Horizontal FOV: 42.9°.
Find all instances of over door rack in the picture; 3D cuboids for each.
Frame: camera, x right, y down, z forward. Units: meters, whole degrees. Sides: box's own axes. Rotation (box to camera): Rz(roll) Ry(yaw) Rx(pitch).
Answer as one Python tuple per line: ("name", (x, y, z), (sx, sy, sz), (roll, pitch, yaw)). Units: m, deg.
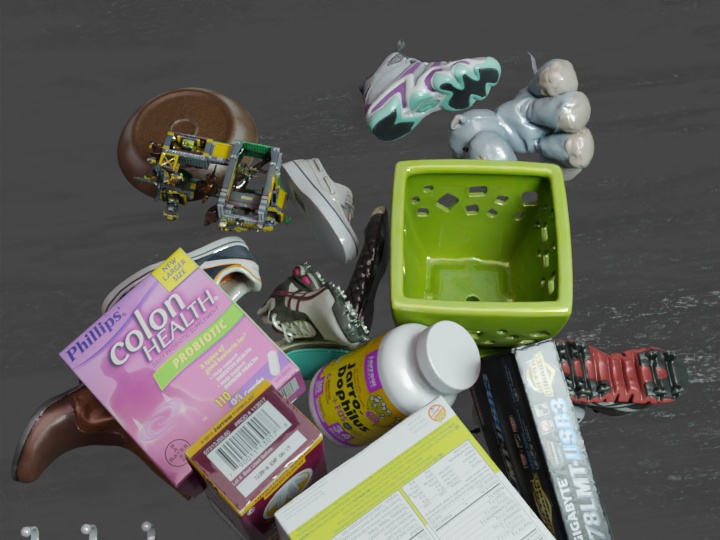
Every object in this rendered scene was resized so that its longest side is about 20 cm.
("over door rack", (-0.295, 0.361, 0.952), (0.147, 0.067, 0.201), (-2, 60, 2))

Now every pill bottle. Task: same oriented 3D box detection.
("pill bottle", (0.036, 0.121, 0.997), (0.104, 0.200, 0.105), (19, 57, -31))

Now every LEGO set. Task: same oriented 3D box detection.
("LEGO set", (-0.183, -0.086, 1.157), (0.199, 0.154, 0.116), (14, 61, -7))

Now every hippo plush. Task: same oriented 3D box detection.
("hippo plush", (0.197, -0.195, 1.206), (0.160, 0.160, 0.201), (-18, 61, -9))

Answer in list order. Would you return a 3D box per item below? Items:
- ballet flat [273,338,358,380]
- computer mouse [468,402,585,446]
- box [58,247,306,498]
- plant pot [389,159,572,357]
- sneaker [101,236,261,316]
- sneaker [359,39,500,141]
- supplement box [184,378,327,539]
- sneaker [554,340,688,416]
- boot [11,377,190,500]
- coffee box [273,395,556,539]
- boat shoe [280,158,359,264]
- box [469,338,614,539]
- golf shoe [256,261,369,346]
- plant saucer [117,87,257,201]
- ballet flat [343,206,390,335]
("ballet flat", (-0.098, 0.099, 1.101), (0.199, 0.068, 0.063), (-9, 48, -4))
("computer mouse", (0.169, 0.167, 1.064), (0.199, 0.044, 0.110), (-19, 60, -9))
("box", (-0.191, 0.112, 1.012), (0.176, 0.097, 0.200), (-43, 74, -13))
("plant pot", (0.133, 0.003, 1.081), (0.198, 0.182, 0.201), (2, 60, 2))
("sneaker", (-0.217, 0.030, 1.135), (0.199, 0.079, 0.080), (-27, 57, -15))
("sneaker", (0.087, -0.280, 1.289), (0.199, 0.078, 0.140), (-22, 55, 8))
("supplement box", (-0.100, 0.213, 0.955), (0.110, 0.200, 0.086), (-41, 67, -20))
("sneaker", (0.266, 0.126, 1.046), (0.199, 0.098, 0.071), (5, 65, -14))
("boot", (-0.273, 0.206, 1.058), (0.199, 0.069, 0.188), (31, 58, 10))
("coffee box", (0.054, 0.288, 0.907), (0.200, 0.200, 0.198), (-32, 65, -17))
("boat shoe", (-0.040, -0.084, 1.190), (0.065, 0.072, 0.200), (-21, 40, -16))
("box", (0.174, 0.178, 0.935), (0.049, 0.199, 0.201), (-14, 83, -11))
("golf shoe", (-0.054, 0.057, 1.050), (0.088, 0.077, 0.200), (-36, 21, -11))
("plant saucer", (-0.246, -0.188, 1.287), (0.199, 0.037, 0.201), (0, 60, 1))
("ballet flat", (0.000, 0.000, 1.154), (0.057, 0.067, 0.201), (6, 58, 17))
